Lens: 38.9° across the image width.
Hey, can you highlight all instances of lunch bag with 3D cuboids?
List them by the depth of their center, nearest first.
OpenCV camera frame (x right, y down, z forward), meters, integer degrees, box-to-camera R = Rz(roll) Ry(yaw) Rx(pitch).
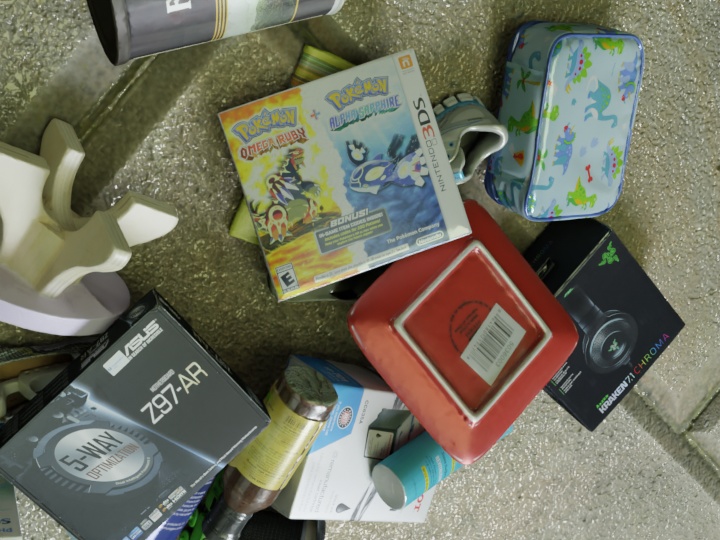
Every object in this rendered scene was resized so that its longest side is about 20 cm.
[{"bbox_3d":[0.219,-0.156,1.077,0.158,0.082,0.204,-8,114,-33],"label":"lunch bag"}]

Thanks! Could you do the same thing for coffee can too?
[{"bbox_3d":[-0.126,-0.264,0.837,0.197,0.146,0.149,-18,118,-18],"label":"coffee can"}]

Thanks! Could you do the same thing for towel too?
[{"bbox_3d":[-0.057,-0.115,1.011,0.085,0.018,0.203,19,102,-26],"label":"towel"}]

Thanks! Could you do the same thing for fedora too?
[{"bbox_3d":[-0.111,0.331,1.092,0.090,0.201,0.204,22,101,-10],"label":"fedora"}]

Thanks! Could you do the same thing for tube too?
[{"bbox_3d":[0.098,0.184,1.091,0.198,0.050,0.079,-28,129,-36],"label":"tube"}]

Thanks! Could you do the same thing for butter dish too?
[{"bbox_3d":[0.087,0.066,1.054,0.200,0.147,0.200,-44,98,-22],"label":"butter dish"}]

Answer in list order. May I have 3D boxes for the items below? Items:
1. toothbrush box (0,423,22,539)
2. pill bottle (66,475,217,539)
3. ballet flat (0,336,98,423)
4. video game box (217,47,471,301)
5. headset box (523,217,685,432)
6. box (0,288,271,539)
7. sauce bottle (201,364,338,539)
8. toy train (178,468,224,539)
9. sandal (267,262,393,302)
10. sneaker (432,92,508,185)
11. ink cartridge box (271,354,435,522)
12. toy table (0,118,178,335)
[{"bbox_3d":[-0.356,0.245,0.909,0.084,0.200,0.149,3,111,-26],"label":"toothbrush box"},{"bbox_3d":[-0.198,0.191,1.014,0.110,0.111,0.202,31,96,-32],"label":"pill bottle"},{"bbox_3d":[-0.319,0.107,0.947,0.197,0.072,0.073,-11,116,-21],"label":"ballet flat"},{"bbox_3d":[-0.014,-0.090,0.962,0.197,0.047,0.185,-19,90,-5],"label":"video game box"},{"bbox_3d":[0.250,0.052,1.181,0.174,0.093,0.200,-47,122,-2],"label":"headset box"},{"bbox_3d":[-0.203,0.142,0.912,0.199,0.044,0.161,-41,115,-2],"label":"box"},{"bbox_3d":[-0.095,0.186,0.995,0.064,0.065,0.202,21,112,-30],"label":"sauce bottle"},{"bbox_3d":[-0.145,0.230,1.088,0.041,0.056,0.203,15,104,-29],"label":"toy train"},{"bbox_3d":[-0.001,0.001,1.054,0.198,0.057,0.081,-15,119,-30],"label":"sandal"},{"bbox_3d":[0.063,-0.104,1.025,0.199,0.087,0.076,-37,128,-8],"label":"sneaker"},{"bbox_3d":[-0.001,0.184,1.093,0.198,0.085,0.149,13,97,-39],"label":"ink cartridge box"},{"bbox_3d":[-0.259,-0.032,0.863,0.118,0.184,0.199,-51,150,19],"label":"toy table"}]
